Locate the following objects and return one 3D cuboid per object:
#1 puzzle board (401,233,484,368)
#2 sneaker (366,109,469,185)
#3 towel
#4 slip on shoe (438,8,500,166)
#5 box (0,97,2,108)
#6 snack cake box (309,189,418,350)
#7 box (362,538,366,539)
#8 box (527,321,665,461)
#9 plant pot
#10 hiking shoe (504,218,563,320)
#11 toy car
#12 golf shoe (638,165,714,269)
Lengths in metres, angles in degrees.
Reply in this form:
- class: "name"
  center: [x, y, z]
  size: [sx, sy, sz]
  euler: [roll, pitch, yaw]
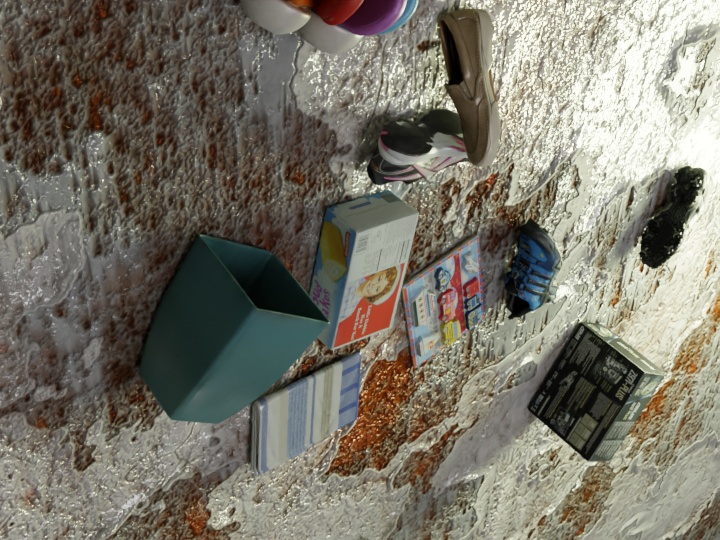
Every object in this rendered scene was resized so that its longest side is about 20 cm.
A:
- class: "puzzle board"
  center: [0.133, 0.052, 1.966]
  size: [0.150, 0.017, 0.200]
  euler: [-35, 142, -21]
- class: "sneaker"
  center: [0.080, -0.157, 1.683]
  size: [0.199, 0.081, 0.086]
  euler: [-7, 148, -43]
- class: "towel"
  center: [-0.081, 0.209, 1.872]
  size: [0.199, 0.024, 0.147]
  euler: [-26, 136, -33]
- class: "slip on shoe"
  center: [0.136, -0.232, 1.619]
  size: [0.060, 0.076, 0.201]
  euler: [-9, 105, -24]
- class: "box"
  center: [-0.417, -0.189, 0.983]
  size: [0.164, 0.200, 0.166]
  euler: [-36, 143, -19]
- class: "snack cake box"
  center: [0.000, 0.000, 1.729]
  size: [0.115, 0.067, 0.201]
  euler: [-19, 135, -38]
- class: "box"
  center: [0.008, 0.594, 2.262]
  size: [0.176, 0.097, 0.200]
  euler: [-44, 144, -4]
- class: "box"
  center: [0.430, 0.221, 2.319]
  size: [0.086, 0.164, 0.201]
  euler: [9, 115, -50]
- class: "plant pot"
  center: [-0.172, 0.085, 1.566]
  size: [0.141, 0.141, 0.200]
  euler: [13, 119, -51]
- class: "hiking shoe"
  center: [0.271, 0.004, 2.022]
  size: [0.087, 0.074, 0.200]
  euler: [-37, 143, -19]
- class: "toy car"
  center: [-0.016, -0.314, 1.350]
  size: [0.200, 0.150, 0.176]
  euler: [10, 114, -51]
- class: "golf shoe"
  center: [0.575, -0.089, 2.268]
  size: [0.094, 0.078, 0.201]
  euler: [3, 121, -49]
